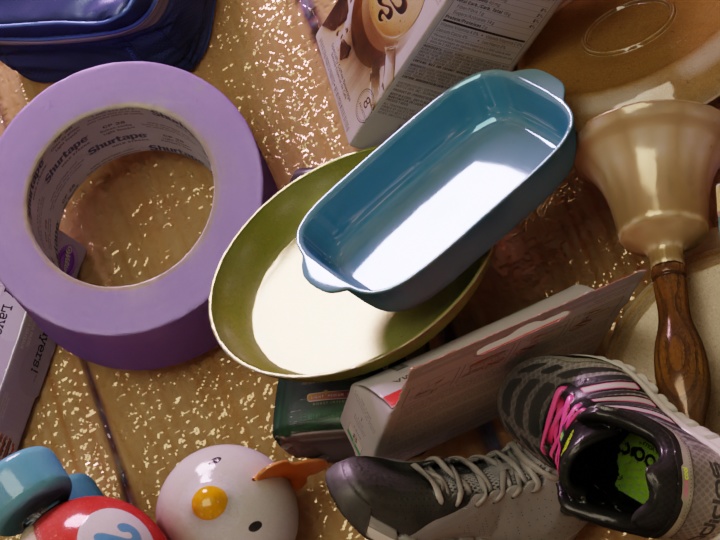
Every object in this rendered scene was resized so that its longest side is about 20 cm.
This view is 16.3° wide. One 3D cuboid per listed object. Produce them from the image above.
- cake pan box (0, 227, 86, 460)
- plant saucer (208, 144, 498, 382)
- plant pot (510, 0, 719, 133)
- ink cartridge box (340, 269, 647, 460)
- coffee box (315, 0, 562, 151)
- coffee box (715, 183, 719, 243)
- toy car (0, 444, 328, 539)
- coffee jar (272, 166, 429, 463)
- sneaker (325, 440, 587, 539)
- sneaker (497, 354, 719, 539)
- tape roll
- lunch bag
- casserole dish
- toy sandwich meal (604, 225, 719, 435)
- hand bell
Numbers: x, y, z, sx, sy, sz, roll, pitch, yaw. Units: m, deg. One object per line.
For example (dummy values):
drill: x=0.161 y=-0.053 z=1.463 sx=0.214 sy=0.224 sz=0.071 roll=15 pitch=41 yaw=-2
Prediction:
cake pan box: x=-0.311 y=0.045 z=1.835 sx=0.184 sy=0.052 sz=0.201 roll=12 pitch=77 yaw=26
plant saucer: x=0.000 y=0.000 z=1.583 sx=0.199 sy=0.031 sz=0.200 roll=-18 pitch=41 yaw=16
plant pot: x=0.177 y=-0.149 z=1.623 sx=0.199 sy=0.028 sz=0.200 roll=-20 pitch=30 yaw=12
ink cartridge box: x=0.076 y=0.047 z=1.518 sx=0.161 sy=0.200 sz=0.050 roll=-23 pitch=71 yaw=-15
coffee box: x=0.058 y=-0.180 z=1.638 sx=0.200 sy=0.080 sz=0.113 roll=-55 pitch=37 yaw=35
coffee box: x=0.243 y=0.055 z=1.461 sx=0.044 sy=0.123 sz=0.201 roll=-6 pitch=79 yaw=18
toy car: x=-0.112 y=0.171 z=1.633 sx=0.200 sy=0.177 sz=0.185 roll=-36 pitch=70 yaw=0
coffee jar: x=-0.002 y=0.023 z=1.675 sx=0.104 sy=0.085 sz=0.201 roll=-6 pitch=69 yaw=22
sneaker: x=0.077 y=0.119 z=1.529 sx=0.116 sy=0.200 sz=0.075 roll=-49 pitch=47 yaw=22
sneaker: x=0.134 y=0.097 z=1.419 sx=0.200 sy=0.087 sz=0.074 roll=32 pitch=109 yaw=47
tape roll: x=-0.157 y=-0.038 z=1.743 sx=0.199 sy=0.085 sz=0.201 roll=-2 pitch=70 yaw=7
lunch bag: x=-0.215 y=-0.223 z=1.837 sx=0.199 sy=0.132 sz=0.136 roll=0 pitch=72 yaw=25
casserole dish: x=0.051 y=-0.045 z=1.542 sx=0.200 sy=0.039 sz=0.121 roll=-42 pitch=39 yaw=-11
toy sandwich meal: x=0.240 y=0.071 z=1.558 sx=0.204 sy=0.070 sz=0.206 roll=-3 pitch=78 yaw=15
hand bell: x=0.187 y=0.009 z=1.508 sx=0.104 sy=0.104 sz=0.201 roll=-15 pitch=61 yaw=20
